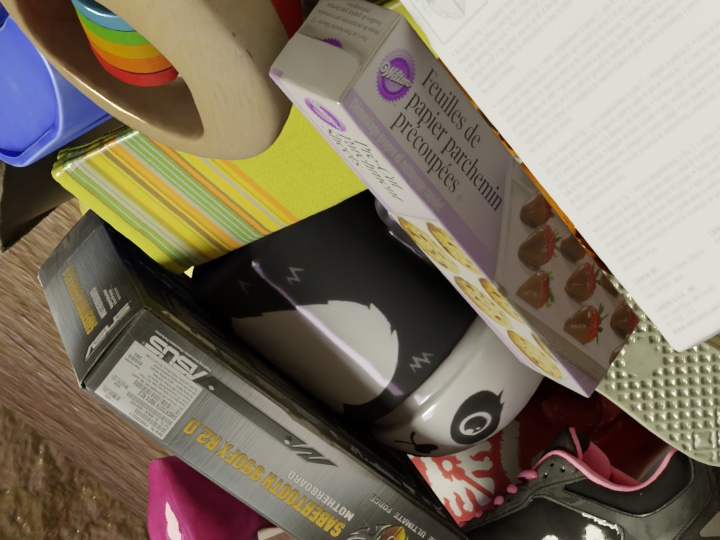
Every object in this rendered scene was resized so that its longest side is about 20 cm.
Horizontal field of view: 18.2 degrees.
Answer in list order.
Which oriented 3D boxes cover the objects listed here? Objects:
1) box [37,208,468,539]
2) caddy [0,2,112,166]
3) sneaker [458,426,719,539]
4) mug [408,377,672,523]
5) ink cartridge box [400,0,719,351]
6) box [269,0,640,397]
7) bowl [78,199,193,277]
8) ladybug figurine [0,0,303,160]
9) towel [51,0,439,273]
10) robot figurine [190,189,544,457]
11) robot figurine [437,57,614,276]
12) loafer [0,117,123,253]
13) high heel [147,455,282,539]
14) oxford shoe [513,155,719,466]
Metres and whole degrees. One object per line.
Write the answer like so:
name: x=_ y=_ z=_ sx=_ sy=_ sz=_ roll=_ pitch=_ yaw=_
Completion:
box: x=-0.055 y=0.064 z=1.069 sx=0.200 sy=0.048 sz=0.158 roll=38 pitch=-176 yaw=-24
caddy: x=-0.132 y=-0.131 z=0.974 sx=0.142 sy=0.105 sz=0.200 roll=58 pitch=159 yaw=-5
sneaker: x=0.090 y=0.124 z=1.077 sx=0.199 sy=0.096 sz=0.079 roll=-8 pitch=176 yaw=27
mug: x=0.080 y=0.072 z=1.198 sx=0.199 sy=0.179 sz=0.133 roll=32 pitch=-155 yaw=28
ink cartridge box: x=0.086 y=-0.085 z=0.675 sx=0.200 sy=0.047 sz=0.160 roll=52 pitch=151 yaw=1
box: x=0.039 y=-0.023 z=0.809 sx=0.041 sy=0.039 sz=0.200 roll=25 pitch=164 yaw=42
bowl: x=-0.092 y=-0.016 z=1.268 sx=0.199 sy=0.108 sz=0.200 roll=33 pitch=166 yaw=9
ladybug figurine: x=-0.074 y=-0.107 z=0.802 sx=0.135 sy=0.072 sz=0.200 roll=32 pitch=167 yaw=9
towel: x=-0.029 y=-0.057 z=0.933 sx=0.199 sy=0.018 sz=0.086 roll=-23 pitch=134 yaw=31
robot figurine: x=0.000 y=0.001 z=1.055 sx=0.200 sy=0.125 sz=0.150 roll=38 pitch=-170 yaw=-13
robot figurine: x=0.117 y=-0.026 z=0.822 sx=0.199 sy=0.058 sz=0.145 roll=23 pitch=163 yaw=44
loafer: x=-0.142 y=-0.071 z=1.103 sx=0.067 sy=0.200 sz=0.077 roll=14 pitch=126 yaw=13
high heel: x=-0.074 y=0.100 z=1.118 sx=0.200 sy=0.067 sz=0.097 roll=-78 pitch=-32 yaw=-70
oxford shoe: x=0.102 y=0.008 z=0.977 sx=0.200 sy=0.075 sz=0.058 roll=40 pitch=-158 yaw=-12
